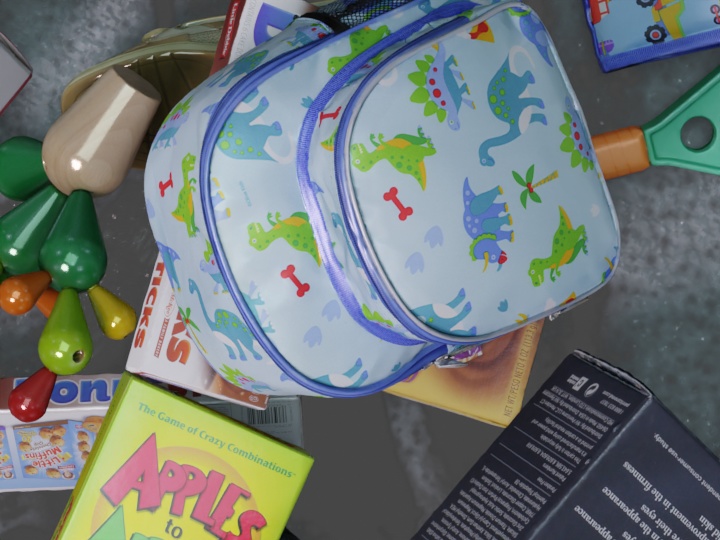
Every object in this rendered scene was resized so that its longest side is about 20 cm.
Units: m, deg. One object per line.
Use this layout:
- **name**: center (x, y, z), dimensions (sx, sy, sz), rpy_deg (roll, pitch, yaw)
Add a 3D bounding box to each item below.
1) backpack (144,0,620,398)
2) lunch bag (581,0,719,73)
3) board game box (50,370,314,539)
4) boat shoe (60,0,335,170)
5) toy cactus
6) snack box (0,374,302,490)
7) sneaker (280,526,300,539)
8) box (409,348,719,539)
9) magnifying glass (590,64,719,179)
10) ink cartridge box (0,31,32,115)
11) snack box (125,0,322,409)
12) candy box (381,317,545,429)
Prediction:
- **backpack**: center (0.010, -0.037, 1.082), dimensions (0.199, 0.147, 0.184), rpy_deg (-27, 102, -24)
- **lunch bag**: center (0.193, -0.198, 1.233), dimensions (0.199, 0.094, 0.151), rpy_deg (-13, 89, 8)
- **board game box**: center (-0.111, 0.162, 1.143), dimensions (0.101, 0.048, 0.201), rpy_deg (24, 88, -8)
- **boat shoe**: center (-0.061, -0.107, 1.236), dimensions (0.200, 0.063, 0.074), rpy_deg (-15, 119, 4)
- **toy cactus**: center (-0.152, -0.025, 1.169), dimensions (0.102, 0.200, 0.165), rpy_deg (30, 106, -26)
- **snack box**: center (-0.130, 0.085, 1.208), dimensions (0.199, 0.072, 0.024), rpy_deg (-2, 50, -1)
- **sneaker**: center (-0.088, 0.172, 1.211), dimensions (0.199, 0.073, 0.112), rpy_deg (25, 83, -7)
- **box**: center (0.110, 0.168, 1.169), dimensions (0.148, 0.104, 0.200), rpy_deg (44, 86, -20)
- **magnifying glass**: center (0.174, -0.072, 1.244), dimensions (0.199, 0.022, 0.080), rpy_deg (-14, 104, 3)
- **ink cartridge box**: center (-0.294, -0.115, 1.188), dimensions (0.200, 0.083, 0.146), rpy_deg (37, 87, 22)
- **snack box**: center (-0.055, -0.037, 1.143), dimensions (0.072, 0.024, 0.201), rpy_deg (19, 83, -26)
- **candy box**: center (0.000, 0.000, 1.205), dimensions (0.199, 0.056, 0.117), rpy_deg (17, 86, -13)
